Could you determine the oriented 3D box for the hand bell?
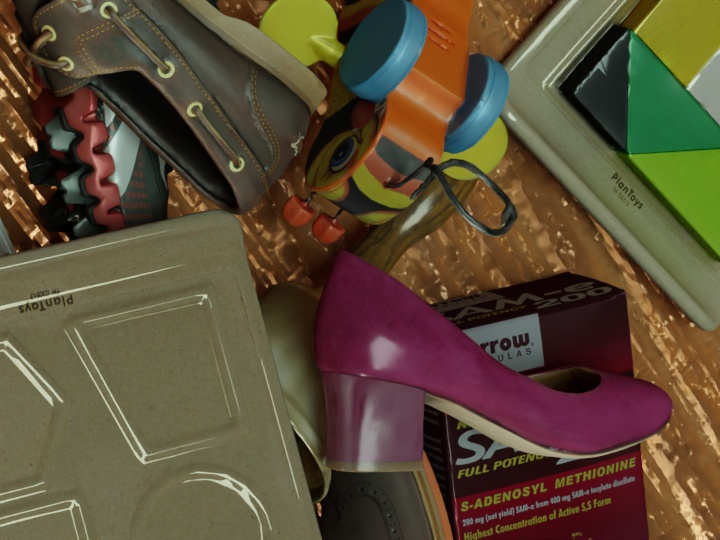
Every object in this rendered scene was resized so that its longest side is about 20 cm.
[{"bbox_3d":[0.000,0.000,1.286,0.200,0.104,0.104,-51,117,-25],"label":"hand bell"}]

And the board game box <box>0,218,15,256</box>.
[{"bbox_3d":[-0.205,0.087,1.145,0.200,0.026,0.200,-25,92,-33],"label":"board game box"}]

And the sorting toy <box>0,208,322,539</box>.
[{"bbox_3d":[-0.114,0.089,1.157,0.185,0.036,0.200,-13,91,-25],"label":"sorting toy"}]

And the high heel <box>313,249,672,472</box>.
[{"bbox_3d":[0.066,0.036,1.247,0.200,0.067,0.096,-3,96,-41],"label":"high heel"}]

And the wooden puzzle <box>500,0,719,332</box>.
[{"bbox_3d":[0.181,-0.097,1.371,0.185,0.037,0.200,44,79,-26],"label":"wooden puzzle"}]

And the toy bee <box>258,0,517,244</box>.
[{"bbox_3d":[0.004,-0.070,1.235,0.131,0.200,0.109,45,121,-11],"label":"toy bee"}]

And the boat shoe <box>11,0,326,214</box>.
[{"bbox_3d":[-0.102,-0.099,1.131,0.200,0.070,0.070,37,78,-23],"label":"boat shoe"}]

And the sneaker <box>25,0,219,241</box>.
[{"bbox_3d":[-0.101,-0.084,1.211,0.098,0.071,0.201,-14,104,-21],"label":"sneaker"}]

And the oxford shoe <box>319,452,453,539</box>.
[{"bbox_3d":[-0.004,0.162,1.288,0.073,0.071,0.200,5,80,-40],"label":"oxford shoe"}]

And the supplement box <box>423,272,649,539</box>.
[{"bbox_3d":[0.079,0.111,1.345,0.109,0.061,0.200,-13,104,-24],"label":"supplement box"}]
